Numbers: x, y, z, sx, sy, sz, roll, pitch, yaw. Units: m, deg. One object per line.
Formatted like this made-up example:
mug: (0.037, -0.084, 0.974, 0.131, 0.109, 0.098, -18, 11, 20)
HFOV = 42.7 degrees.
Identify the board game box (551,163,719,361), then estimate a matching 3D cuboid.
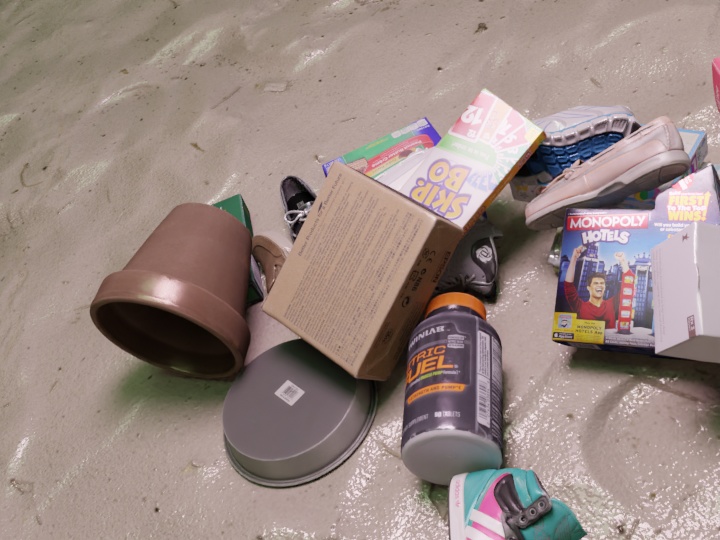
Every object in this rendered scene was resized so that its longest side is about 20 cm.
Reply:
board game box: (0.319, -0.010, 0.984, 0.199, 0.062, 0.201, 4, 77, 30)

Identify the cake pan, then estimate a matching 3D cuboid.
cake pan: (-0.079, 0.158, 1.092, 0.199, 0.037, 0.201, -14, 44, 14)

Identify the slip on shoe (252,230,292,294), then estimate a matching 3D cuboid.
slip on shoe: (-0.100, 0.014, 1.217, 0.060, 0.076, 0.200, -30, 49, -22)

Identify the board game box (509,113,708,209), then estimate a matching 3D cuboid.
board game box: (0.300, -0.126, 1.121, 0.199, 0.034, 0.135, 15, 55, 37)

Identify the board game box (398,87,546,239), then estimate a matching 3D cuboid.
board game box: (0.118, -0.109, 1.082, 0.095, 0.030, 0.200, 42, 97, 26)

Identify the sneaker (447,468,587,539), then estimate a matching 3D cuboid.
sneaker: (0.150, 0.264, 0.849, 0.120, 0.084, 0.201, -21, 41, 20)

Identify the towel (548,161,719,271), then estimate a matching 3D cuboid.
towel: (0.336, -0.062, 1.096, 0.199, 0.048, 0.172, 2, 50, 27)

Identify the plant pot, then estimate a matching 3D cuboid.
plant pot: (-0.214, 0.016, 1.161, 0.199, 0.201, 0.175, 2, 56, 27)

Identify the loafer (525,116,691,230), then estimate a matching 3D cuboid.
loafer: (0.270, -0.105, 1.031, 0.199, 0.072, 0.063, -24, 66, 38)

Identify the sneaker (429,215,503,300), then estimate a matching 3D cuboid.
sneaker: (0.103, 0.018, 1.118, 0.115, 0.075, 0.200, 35, 93, 7)

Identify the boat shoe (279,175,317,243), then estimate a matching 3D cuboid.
boat shoe: (-0.067, -0.066, 1.280, 0.073, 0.068, 0.200, -25, 43, 2)

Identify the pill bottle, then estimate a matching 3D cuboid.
pill bottle: (0.101, 0.119, 0.992, 0.106, 0.106, 0.201, -10, 44, 17)

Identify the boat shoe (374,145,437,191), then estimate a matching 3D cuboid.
boat shoe: (0.077, -0.122, 1.161, 0.200, 0.072, 0.069, -38, 45, -1)

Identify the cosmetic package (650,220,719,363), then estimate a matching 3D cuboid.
cosmetic package: (0.382, 0.031, 0.868, 0.199, 0.081, 0.114, 10, 70, -11)

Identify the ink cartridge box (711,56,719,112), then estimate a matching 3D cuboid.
ink cartridge box: (0.526, -0.190, 1.101, 0.145, 0.085, 0.201, -16, 42, 11)

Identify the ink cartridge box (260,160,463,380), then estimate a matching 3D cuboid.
ink cartridge box: (0.000, 0.000, 1.060, 0.164, 0.075, 0.201, 33, 101, 34)

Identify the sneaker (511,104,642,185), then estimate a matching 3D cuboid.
sneaker: (0.240, -0.159, 1.118, 0.199, 0.075, 0.087, -6, 31, 17)

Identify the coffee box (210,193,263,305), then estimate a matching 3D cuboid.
coffee box: (-0.209, -0.017, 1.321, 0.122, 0.044, 0.201, -23, 43, 4)

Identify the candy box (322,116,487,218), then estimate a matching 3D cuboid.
candy box: (0.057, -0.099, 1.246, 0.168, 0.077, 0.200, -25, 44, -2)
